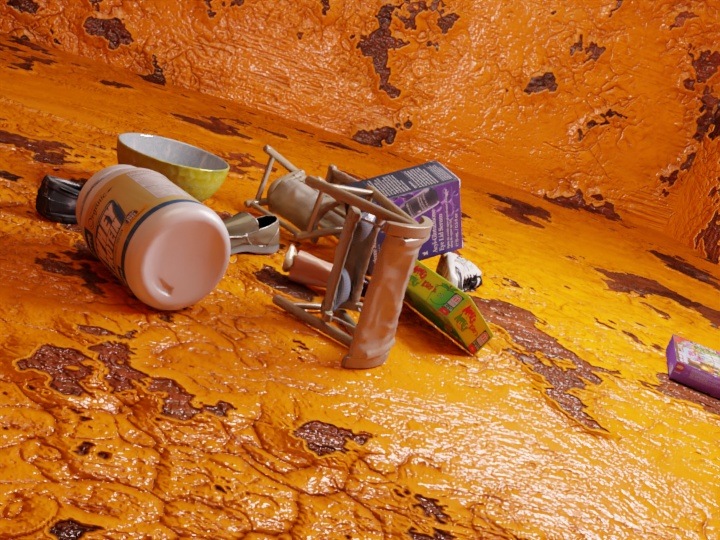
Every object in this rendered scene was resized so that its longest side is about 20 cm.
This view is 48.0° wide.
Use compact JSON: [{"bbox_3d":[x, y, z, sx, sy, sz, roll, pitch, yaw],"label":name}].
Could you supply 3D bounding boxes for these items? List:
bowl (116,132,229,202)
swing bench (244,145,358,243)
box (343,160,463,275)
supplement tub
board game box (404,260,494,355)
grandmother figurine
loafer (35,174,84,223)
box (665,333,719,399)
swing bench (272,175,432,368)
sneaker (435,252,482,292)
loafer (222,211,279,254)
[{"bbox_3d":[-0.342,-0.161,1.440,0.198,0.109,0.200,17,16,-5],"label":"bowl"},{"bbox_3d":[-0.084,-0.137,1.597,0.199,0.131,0.199,11,16,-43],"label":"swing bench"},{"bbox_3d":[0.079,-0.098,1.497,0.198,0.149,0.104,-18,33,-15],"label":"box"},{"bbox_3d":[-0.280,-0.050,1.074,0.144,0.146,0.200,2,22,-44],"label":"supplement tub"},{"bbox_3d":[0.117,0.045,1.289,0.200,0.048,0.102,39,-11,50],"label":"board game box"},{"bbox_3d":[-0.025,0.017,1.300,0.198,0.061,0.121,21,3,0],"label":"grandmother figurine"},{"bbox_3d":[-0.404,-0.109,1.265,0.199,0.071,0.068,3,22,-43],"label":"loafer"},{"bbox_3d":[0.652,0.185,1.527,0.136,0.039,0.200,23,16,13],"label":"box"},{"bbox_3d":[0.000,0.000,1.119,0.129,0.200,0.200,4,22,-42],"label":"swing bench"},{"bbox_3d":[0.191,0.010,1.527,0.087,0.076,0.200,18,16,0],"label":"sneaker"},{"bbox_3d":[-0.211,-0.069,1.348,0.075,0.070,0.199,29,19,33],"label":"loafer"}]
